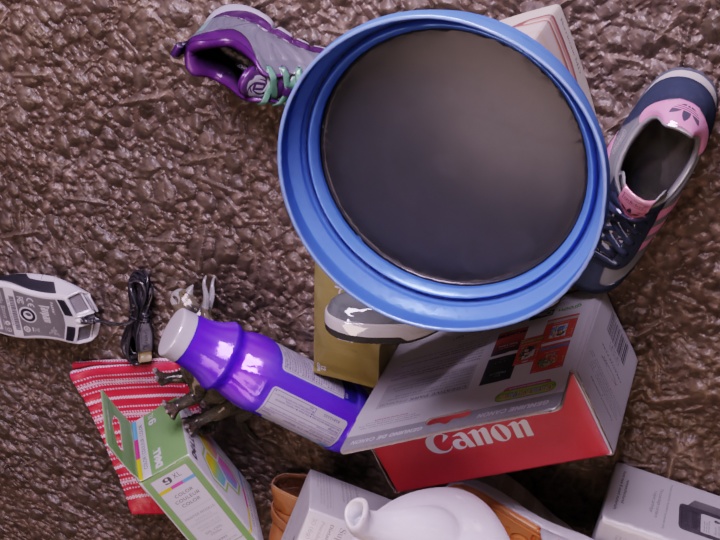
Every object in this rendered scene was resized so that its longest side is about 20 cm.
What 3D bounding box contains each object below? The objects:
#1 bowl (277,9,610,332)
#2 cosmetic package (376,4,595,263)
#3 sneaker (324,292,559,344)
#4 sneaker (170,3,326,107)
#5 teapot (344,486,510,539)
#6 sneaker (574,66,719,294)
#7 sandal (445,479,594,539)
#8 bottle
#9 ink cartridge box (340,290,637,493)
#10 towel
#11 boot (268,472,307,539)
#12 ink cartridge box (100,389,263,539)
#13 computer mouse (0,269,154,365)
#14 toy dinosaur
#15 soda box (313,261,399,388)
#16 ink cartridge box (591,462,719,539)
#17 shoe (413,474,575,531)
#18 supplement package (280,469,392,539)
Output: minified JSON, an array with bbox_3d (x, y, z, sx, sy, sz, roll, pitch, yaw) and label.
[{"bbox_3d":[0.049,-0.058,0.635,0.201,0.039,0.201,10,121,17],"label":"bowl"},{"bbox_3d":[0.096,-0.100,0.739,0.087,0.200,0.103,-13,114,28],"label":"cosmetic package"},{"bbox_3d":[0.065,-0.016,0.841,0.200,0.084,0.121,-11,115,-15],"label":"sneaker"},{"bbox_3d":[-0.049,-0.141,0.846,0.200,0.088,0.074,24,126,9],"label":"sneaker"},{"bbox_3d":[0.036,0.275,0.845,0.197,0.146,0.200,138,121,-68],"label":"teapot"},{"bbox_3d":[0.197,-0.052,0.796,0.070,0.082,0.200,24,126,9],"label":"sneaker"},{"bbox_3d":[0.150,0.257,0.928,0.207,0.059,0.079,25,128,24],"label":"sandal"},{"bbox_3d":[-0.086,0.098,0.972,0.200,0.084,0.065,29,95,-23],"label":"bottle"},{"bbox_3d":[0.107,0.111,0.875,0.200,0.176,0.084,-17,111,31],"label":"ink cartridge box"},{"bbox_3d":[-0.224,0.184,1.158,0.145,0.022,0.200,-5,117,25],"label":"towel"},{"bbox_3d":[-0.004,0.289,1.097,0.200,0.074,0.155,4,114,15],"label":"boot"},{"bbox_3d":[-0.175,0.197,1.062,0.059,0.104,0.200,-31,120,1],"label":"ink cartridge box"},{"bbox_3d":[-0.300,0.036,1.091,0.200,0.044,0.110,9,127,12],"label":"computer mouse"},{"bbox_3d":[-0.133,0.112,1.039,0.102,0.077,0.200,-33,120,2],"label":"toy dinosaur"},{"bbox_3d":[0.000,0.000,0.921,0.064,0.068,0.200,12,123,16],"label":"soda box"},{"bbox_3d":[0.301,0.277,0.946,0.200,0.083,0.145,17,124,14],"label":"ink cartridge box"},{"bbox_3d":[0.123,0.223,1.012,0.200,0.053,0.070,34,139,19],"label":"shoe"},{"bbox_3d":[0.023,0.291,1.007,0.200,0.120,0.121,21,95,-5],"label":"supplement package"}]
